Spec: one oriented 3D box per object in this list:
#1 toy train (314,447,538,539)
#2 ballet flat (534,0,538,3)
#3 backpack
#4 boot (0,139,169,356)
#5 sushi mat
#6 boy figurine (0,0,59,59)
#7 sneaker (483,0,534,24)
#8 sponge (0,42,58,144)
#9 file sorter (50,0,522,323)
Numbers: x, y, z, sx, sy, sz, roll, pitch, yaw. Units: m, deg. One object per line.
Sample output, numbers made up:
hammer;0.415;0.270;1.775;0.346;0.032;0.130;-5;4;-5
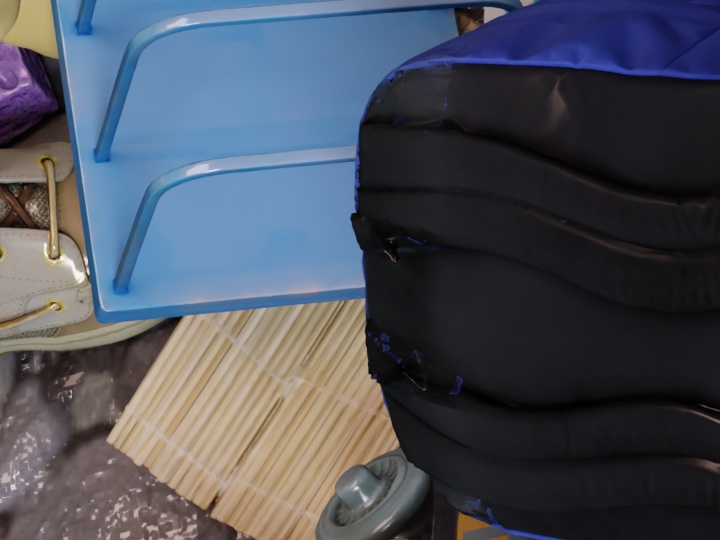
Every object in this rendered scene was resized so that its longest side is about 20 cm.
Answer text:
toy train;0.045;0.102;0.893;0.114;0.085;0.200;-33;20;19
ballet flat;0.091;-0.125;0.930;0.067;0.070;0.201;12;86;17
backpack;0.108;0.002;0.814;0.199;0.168;0.164;5;108;32
boot;-0.146;-0.025;1.043;0.199;0.155;0.072;-17;63;21
sushi mat;0.000;0.000;1.031;0.095;0.012;0.201;31;85;19
boy figurine;-0.132;-0.113;1.060;0.064;0.124;0.200;-43;13;22
sneaker;0.095;-0.121;0.993;0.087;0.075;0.201;-28;54;51
sponge;-0.218;-0.059;1.173;0.199;0.030;0.112;-32;57;12
file sorter;-0.025;-0.103;0.963;0.138;0.123;0.201;-5;71;-14
